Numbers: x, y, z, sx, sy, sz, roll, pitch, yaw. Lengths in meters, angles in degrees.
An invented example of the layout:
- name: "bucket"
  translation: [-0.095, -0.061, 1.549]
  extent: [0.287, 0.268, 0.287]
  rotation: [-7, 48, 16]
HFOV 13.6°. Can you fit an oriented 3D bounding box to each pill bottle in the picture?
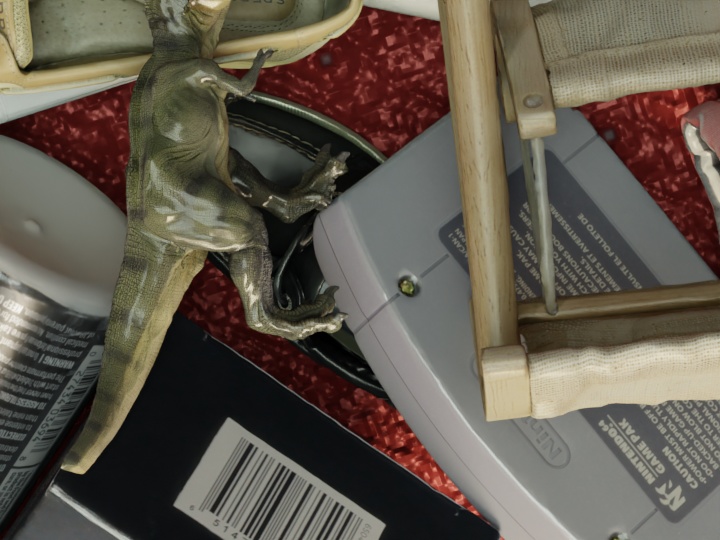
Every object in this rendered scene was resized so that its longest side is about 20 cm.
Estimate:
- name: "pill bottle"
  translation: [-0.167, 0.054, 1.114]
  extent: [0.106, 0.106, 0.200]
  rotation: [34, 112, -3]

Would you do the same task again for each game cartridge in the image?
- name: "game cartridge"
  translation: [0.078, 0.032, 1.096]
  extent: [0.133, 0.042, 0.200]
  rotation: [-37, 87, -30]

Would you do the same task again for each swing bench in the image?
- name: "swing bench"
  translation: [0.130, -0.047, 1.018]
  extent: [0.198, 0.130, 0.201]
  rotation: [-5, 74, 1]

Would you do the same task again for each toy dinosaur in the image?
- name: "toy dinosaur"
  translation: [-0.048, -0.019, 1.031]
  extent: [0.088, 0.047, 0.201]
  rotation: [17, 74, -26]

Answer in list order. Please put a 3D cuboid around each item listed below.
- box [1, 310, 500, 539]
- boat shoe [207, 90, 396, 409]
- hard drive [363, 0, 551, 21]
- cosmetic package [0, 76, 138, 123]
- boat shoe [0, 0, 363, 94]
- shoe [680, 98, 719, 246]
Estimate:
- name: "box"
  translation: [-0.069, 0.139, 1.089]
  extent: [0.148, 0.107, 0.200]
  rotation: [35, 132, -4]
- name: "boat shoe"
  translation: [-0.001, 0.002, 1.128]
  extent: [0.199, 0.066, 0.075]
  rotation: [42, 98, -4]
- name: "hard drive"
  translation: [0.062, -0.154, 1.122]
  extent: [0.199, 0.026, 0.133]
  rotation: [11, 99, 0]
- name: "cosmetic package"
  translation: [-0.177, -0.146, 1.118]
  extent: [0.150, 0.052, 0.201]
  rotation: [-17, 98, 1]
- name: "boat shoe"
  translation: [-0.101, -0.098, 1.064]
  extent: [0.200, 0.063, 0.074]
  rotation: [2, 93, -17]
- name: "shoe"
  translation: [0.195, 0.012, 1.110]
  extent: [0.091, 0.071, 0.201]
  rotation: [-25, 89, -6]
